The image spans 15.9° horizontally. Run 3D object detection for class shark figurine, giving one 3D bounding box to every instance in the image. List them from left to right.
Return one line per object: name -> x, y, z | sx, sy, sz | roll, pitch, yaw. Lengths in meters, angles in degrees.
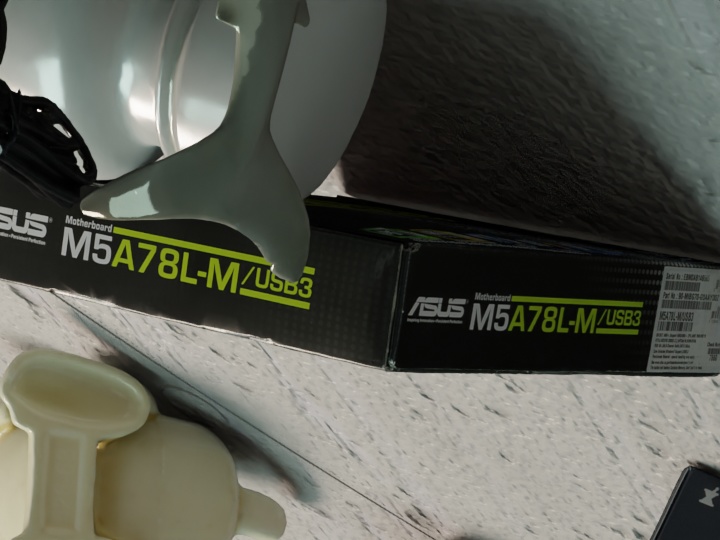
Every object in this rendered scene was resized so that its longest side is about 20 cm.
shark figurine -> -0.034, -0.115, 0.733 | 0.128, 0.216, 0.089 | -30, 165, 34

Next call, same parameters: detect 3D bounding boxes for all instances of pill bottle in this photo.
pill bottle -> -0.098, -0.093, 0.840 | 0.199, 0.115, 0.115 | 20, 157, 20

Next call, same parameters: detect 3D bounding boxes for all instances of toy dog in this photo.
toy dog -> -0.155, 0.125, 1.424 | 0.193, 0.141, 0.200 | -2, 170, -26

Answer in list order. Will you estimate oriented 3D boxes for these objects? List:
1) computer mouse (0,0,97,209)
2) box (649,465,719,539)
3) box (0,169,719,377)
computer mouse -> -0.138, -0.114, 0.719 | 0.046, 0.201, 0.140 | -20, 169, 10
box -> 0.213, 0.198, 1.118 | 0.199, 0.104, 0.182 | 21, 156, 20
box -> 0.000, 0.000, 0.895 | 0.192, 0.048, 0.199 | 14, -173, 39
